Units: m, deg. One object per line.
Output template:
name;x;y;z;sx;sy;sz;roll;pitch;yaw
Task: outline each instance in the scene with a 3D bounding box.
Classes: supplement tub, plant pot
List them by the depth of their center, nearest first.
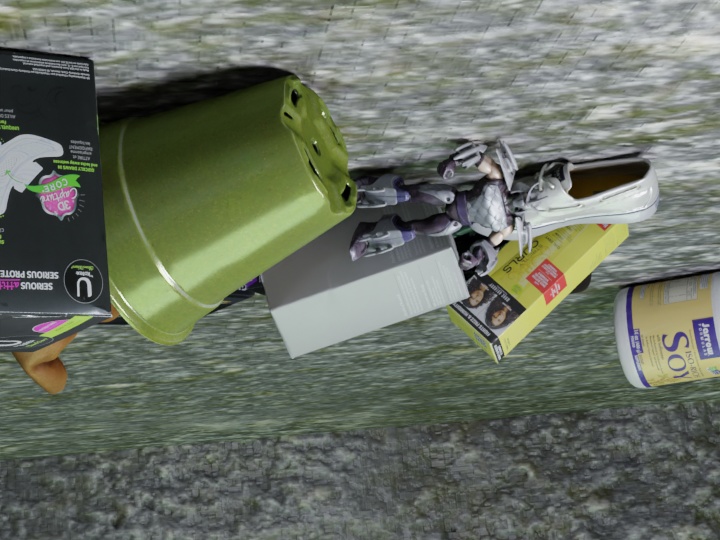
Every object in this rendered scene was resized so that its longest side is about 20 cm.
plant pot;-0.111;-0.067;1.369;0.189;0.202;0.200;-23;163;18
supplement tub;0.466;0.081;2.354;0.198;0.147;0.145;-11;167;21

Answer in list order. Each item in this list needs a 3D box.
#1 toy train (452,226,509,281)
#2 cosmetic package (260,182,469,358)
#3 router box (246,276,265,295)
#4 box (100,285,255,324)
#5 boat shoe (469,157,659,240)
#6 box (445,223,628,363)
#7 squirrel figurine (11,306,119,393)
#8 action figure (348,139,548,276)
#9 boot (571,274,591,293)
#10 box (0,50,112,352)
toy train;0.163;-0.027;1.880;0.113;0.086;0.200;-10;171;-28
cosmetic package;0.000;0.000;1.719;0.198;0.107;0.091;-20;135;6
router box;-0.029;0.004;1.987;0.148;0.052;0.200;-9;168;21
box;-0.257;0.026;1.997;0.198;0.050;0.198;3;164;-33
boat shoe;0.202;-0.081;1.699;0.198;0.071;0.070;-4;141;9
box;0.184;-0.002;1.741;0.200;0.075;0.050;-42;152;-10
squirrel figurine;-0.262;-0.016;1.534;0.186;0.142;0.200;-30;152;0
action figure;0.086;-0.058;1.616;0.198;0.131;0.069;-5;-167;23
boot;0.192;0.008;2.086;0.199;0.074;0.075;1;176;-38
box;-0.278;-0.048;1.271;0.123;0.202;0.148;3;165;-34
